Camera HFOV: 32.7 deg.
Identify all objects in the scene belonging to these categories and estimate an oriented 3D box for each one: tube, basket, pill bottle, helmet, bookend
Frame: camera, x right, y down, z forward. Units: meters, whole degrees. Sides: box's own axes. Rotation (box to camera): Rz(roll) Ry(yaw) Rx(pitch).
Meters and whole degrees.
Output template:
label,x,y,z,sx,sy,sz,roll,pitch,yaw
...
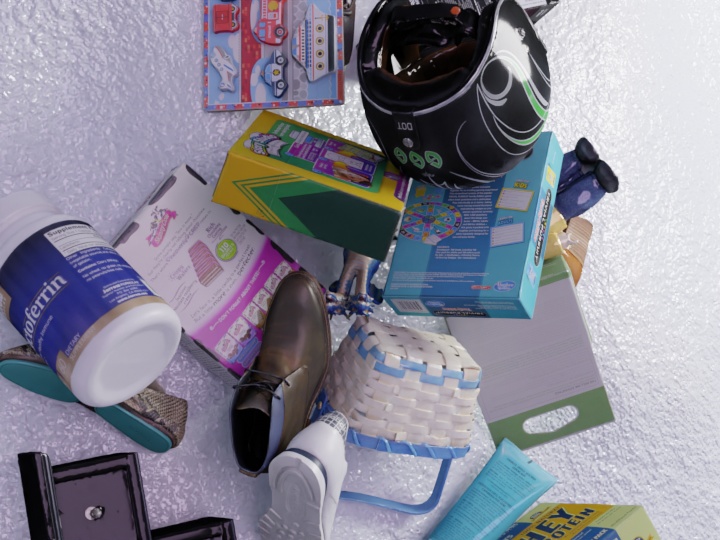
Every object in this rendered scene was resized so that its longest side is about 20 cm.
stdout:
label,x,y,z,sx,sy,sz,roll,pitch,yaw
tube,0.123,0.275,1.335,0.077,0.050,0.200,38,71,21
basket,0.032,0.159,1.284,0.176,0.139,0.200,14,104,-24
pill bottle,-0.267,0.021,1.128,0.116,0.116,0.200,-36,63,-25
helmet,0.098,-0.179,1.226,0.191,0.200,0.200,41,61,-56
bookend,-0.206,0.254,1.173,0.200,0.092,0.199,-8,85,-27

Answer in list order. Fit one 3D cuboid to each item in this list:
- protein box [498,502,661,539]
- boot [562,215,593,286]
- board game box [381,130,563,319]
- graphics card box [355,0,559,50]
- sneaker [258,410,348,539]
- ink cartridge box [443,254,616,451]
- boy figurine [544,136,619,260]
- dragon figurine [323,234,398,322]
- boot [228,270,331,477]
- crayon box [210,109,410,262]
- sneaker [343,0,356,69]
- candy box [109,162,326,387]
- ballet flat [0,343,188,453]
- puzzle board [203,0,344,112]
label,x,y,z,sx,sy,sz,roll,pitch,yaw
protein box,0.243,0.368,1.304,0.135,0.198,0.200,-31,95,-26
boot,0.166,-0.022,1.408,0.200,0.077,0.155,30,75,-24
board game box,0.120,-0.048,1.285,0.047,0.151,0.200,51,47,-51
graphics card box,0.109,-0.277,1.383,0.200,0.125,0.051,-19,83,-27
sneaker,-0.048,0.222,1.210,0.076,0.200,0.081,27,48,11
ink cartridge box,0.188,0.098,1.370,0.145,0.048,0.200,-19,114,7
boy figurine,0.177,-0.065,1.337,0.200,0.064,0.124,-33,79,0
dragon figurine,0.000,0.000,1.292,0.059,0.200,0.100,12,96,5
boot,-0.076,0.103,1.178,0.075,0.097,0.200,9,98,12
crayon box,-0.041,-0.089,1.224,0.172,0.200,0.058,19,109,0
sneaker,-0.035,-0.319,1.347,0.077,0.082,0.200,-2,83,-25
candy box,-0.154,0.008,1.253,0.200,0.061,0.136,43,69,-14
ballet flat,-0.255,0.107,1.196,0.200,0.068,0.075,31,49,-22
puzzle board,-0.094,-0.270,1.306,0.150,0.017,0.200,-2,82,8
